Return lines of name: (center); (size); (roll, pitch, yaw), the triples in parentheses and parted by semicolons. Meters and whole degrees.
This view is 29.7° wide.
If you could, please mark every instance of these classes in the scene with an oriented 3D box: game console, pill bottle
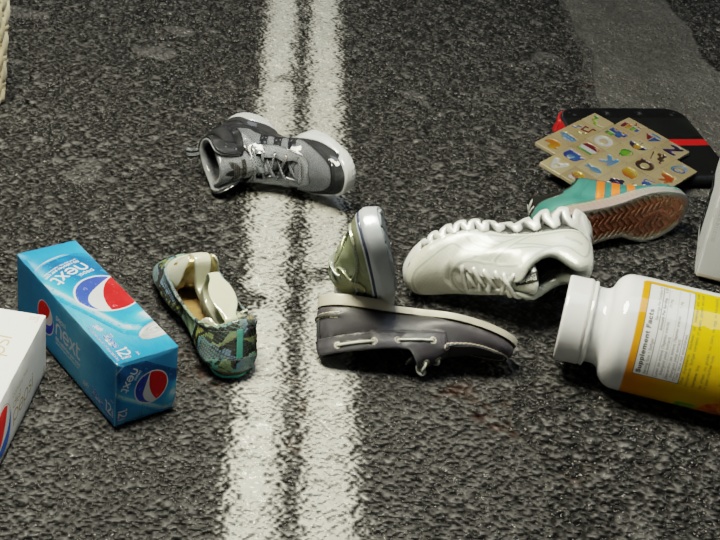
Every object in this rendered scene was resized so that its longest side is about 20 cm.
game console: (0.364, -0.158, 1.772); (0.197, 0.031, 0.178); (-2, 38, -16)
pill bottle: (0.289, 0.067, 1.294); (0.197, 0.112, 0.111); (13, 31, 9)

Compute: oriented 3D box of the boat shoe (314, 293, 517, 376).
boat shoe: (0.051, 0.072, 1.302); (0.197, 0.073, 0.064); (11, 73, -6)

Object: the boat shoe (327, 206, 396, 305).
boat shoe: (0.000, 0.000, 1.296); (0.061, 0.200, 0.073); (-10, 68, -2)

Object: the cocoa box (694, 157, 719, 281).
cocoa box: (0.462, -0.091, 1.510); (0.130, 0.202, 0.134); (14, 31, 9)

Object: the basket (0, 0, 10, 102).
basket: (-0.522, -0.268, 1.574); (0.159, 0.202, 0.199); (21, 33, 10)

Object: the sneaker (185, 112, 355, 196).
sneaker: (-0.107, -0.118, 1.545); (0.198, 0.076, 0.113); (22, 34, 32)

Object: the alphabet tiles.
alphabet tiles: (0.321, -0.141, 1.709); (0.166, 0.006, 0.199); (35, 43, 29)

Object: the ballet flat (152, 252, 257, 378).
ballet flat: (-0.147, 0.022, 1.306); (0.073, 0.075, 0.200); (-10, 35, -27)

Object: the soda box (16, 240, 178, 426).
soda box: (-0.241, 0.053, 1.230); (0.064, 0.069, 0.200); (-16, 38, -34)

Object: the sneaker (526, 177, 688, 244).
sneaker: (0.284, -0.077, 1.571); (0.198, 0.072, 0.080); (-8, 39, -23)

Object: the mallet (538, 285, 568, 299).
mallet: (0.273, 0.030, 1.430); (0.198, 0.042, 0.066); (22, 36, 14)

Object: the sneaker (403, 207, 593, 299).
sneaker: (0.140, -0.006, 1.374); (0.197, 0.076, 0.082); (-12, 45, 8)

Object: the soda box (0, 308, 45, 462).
soda box: (-0.319, 0.110, 1.121); (0.067, 0.064, 0.201); (8, 31, 0)
